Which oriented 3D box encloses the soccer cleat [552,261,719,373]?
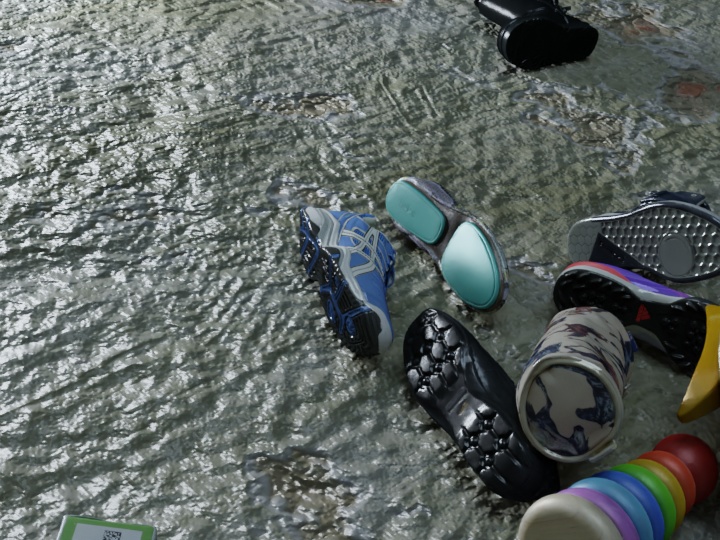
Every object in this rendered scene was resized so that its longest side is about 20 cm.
[{"bbox_3d":[0.277,0.039,1.084,0.197,0.069,0.073,20,23,16],"label":"soccer cleat"}]

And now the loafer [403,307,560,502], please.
[{"bbox_3d":[0.093,0.107,0.937,0.070,0.068,0.201,32,17,-40],"label":"loafer"}]

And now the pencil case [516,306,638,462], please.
[{"bbox_3d":[0.172,0.086,0.916,0.089,0.078,0.200,41,17,6],"label":"pencil case"}]

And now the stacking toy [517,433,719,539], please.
[{"bbox_3d":[0.199,0.172,0.858,0.085,0.087,0.199,32,32,30],"label":"stacking toy"}]

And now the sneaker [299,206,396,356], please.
[{"bbox_3d":[0.000,0.000,1.055,0.076,0.077,0.201,-6,37,-14],"label":"sneaker"}]

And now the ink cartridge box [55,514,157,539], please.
[{"bbox_3d":[-0.154,0.241,0.627,0.058,0.105,0.201,7,33,-3],"label":"ink cartridge box"}]

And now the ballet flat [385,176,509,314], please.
[{"bbox_3d":[0.099,-0.027,1.137,0.071,0.073,0.201,-10,39,-28],"label":"ballet flat"}]

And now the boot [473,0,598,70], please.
[{"bbox_3d":[0.221,-0.349,1.643,0.196,0.074,0.162,-10,40,-39],"label":"boot"}]

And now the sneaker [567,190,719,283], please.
[{"bbox_3d":[0.319,-0.037,1.142,0.144,0.078,0.201,-10,9,-31],"label":"sneaker"}]

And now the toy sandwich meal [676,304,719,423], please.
[{"bbox_3d":[0.313,0.111,0.932,0.070,0.207,0.205,-21,13,38],"label":"toy sandwich meal"}]
